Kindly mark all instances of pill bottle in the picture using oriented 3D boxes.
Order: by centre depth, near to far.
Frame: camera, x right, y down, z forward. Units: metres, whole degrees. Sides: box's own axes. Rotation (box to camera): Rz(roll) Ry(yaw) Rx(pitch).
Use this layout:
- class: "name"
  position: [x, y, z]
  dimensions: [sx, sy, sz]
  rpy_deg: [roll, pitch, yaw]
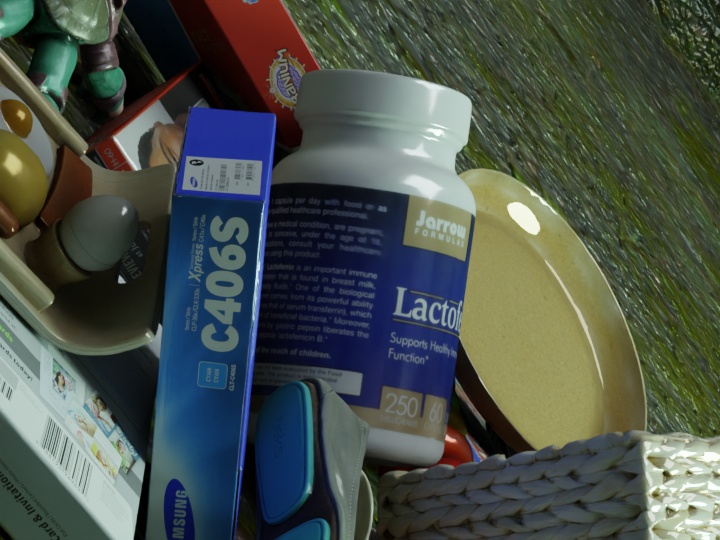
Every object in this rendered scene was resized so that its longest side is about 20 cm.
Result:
- class: "pill bottle"
  position: [0.000, 0.000, 1.429]
  dimensions: [0.116, 0.116, 0.200]
  rpy_deg: [21, 76, -64]

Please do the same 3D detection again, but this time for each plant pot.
- class: "plant pot"
  position: [0.098, 0.036, 1.558]
  dimensions: [0.200, 0.027, 0.200]
  rpy_deg: [37, 38, -37]

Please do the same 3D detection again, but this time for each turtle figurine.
- class: "turtle figurine"
  position: [-0.168, -0.132, 1.359]
  dimensions: [0.150, 0.101, 0.200]
  rpy_deg: [39, 33, -15]

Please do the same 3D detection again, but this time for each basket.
- class: "basket"
  position: [0.132, 0.174, 1.365]
  dimensions: [0.200, 0.198, 0.161]
  rpy_deg: [5, 77, -45]

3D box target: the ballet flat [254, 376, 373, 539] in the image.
- class: "ballet flat"
  position: [-0.020, 0.133, 1.270]
  dimensions: [0.064, 0.067, 0.200]
  rpy_deg: [41, 32, -28]

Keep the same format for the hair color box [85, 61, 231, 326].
- class: "hair color box"
  position: [-0.104, -0.039, 1.438]
  dimensions: [0.102, 0.061, 0.200]
  rpy_deg: [58, 17, -9]

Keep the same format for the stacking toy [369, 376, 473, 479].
- class: "stacking toy"
  position: [0.030, 0.086, 1.521]
  dimensions: [0.085, 0.085, 0.200]
  rpy_deg: [45, 13, -39]

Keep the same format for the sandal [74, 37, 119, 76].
- class: "sandal"
  position: [-0.187, -0.195, 1.480]
  dimensions: [0.200, 0.054, 0.080]
  rpy_deg: [53, 18, -20]

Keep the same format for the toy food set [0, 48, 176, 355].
- class: "toy food set"
  position: [-0.154, -0.071, 1.194]
  dimensions: [0.200, 0.060, 0.144]
  rpy_deg: [50, 24, -28]

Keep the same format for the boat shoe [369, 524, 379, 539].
- class: "boat shoe"
  position: [0.031, 0.183, 1.445]
  dimensions: [0.200, 0.059, 0.072]
  rpy_deg: [51, 18, -25]

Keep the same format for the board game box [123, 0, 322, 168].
- class: "board game box"
  position: [-0.055, -0.089, 1.550]
  dimensions: [0.200, 0.040, 0.153]
  rpy_deg: [59, -17, -12]

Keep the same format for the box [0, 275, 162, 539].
- class: "box"
  position: [-0.154, 0.031, 1.209]
  dimensions: [0.156, 0.041, 0.200]
  rpy_deg: [52, 19, -23]

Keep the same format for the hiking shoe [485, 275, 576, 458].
- class: "hiking shoe"
  position: [0.103, 0.070, 1.616]
  dimensions: [0.200, 0.076, 0.101]
  rpy_deg: [56, 8, -18]

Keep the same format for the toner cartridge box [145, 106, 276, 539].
- class: "toner cartridge box"
  position: [-0.070, 0.035, 1.235]
  dimensions: [0.095, 0.043, 0.200]
  rpy_deg: [-85, -179, -63]

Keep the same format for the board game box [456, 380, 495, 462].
- class: "board game box"
  position: [0.067, 0.109, 1.658]
  dimensions: [0.135, 0.029, 0.200]
  rpy_deg: [46, 9, -37]
